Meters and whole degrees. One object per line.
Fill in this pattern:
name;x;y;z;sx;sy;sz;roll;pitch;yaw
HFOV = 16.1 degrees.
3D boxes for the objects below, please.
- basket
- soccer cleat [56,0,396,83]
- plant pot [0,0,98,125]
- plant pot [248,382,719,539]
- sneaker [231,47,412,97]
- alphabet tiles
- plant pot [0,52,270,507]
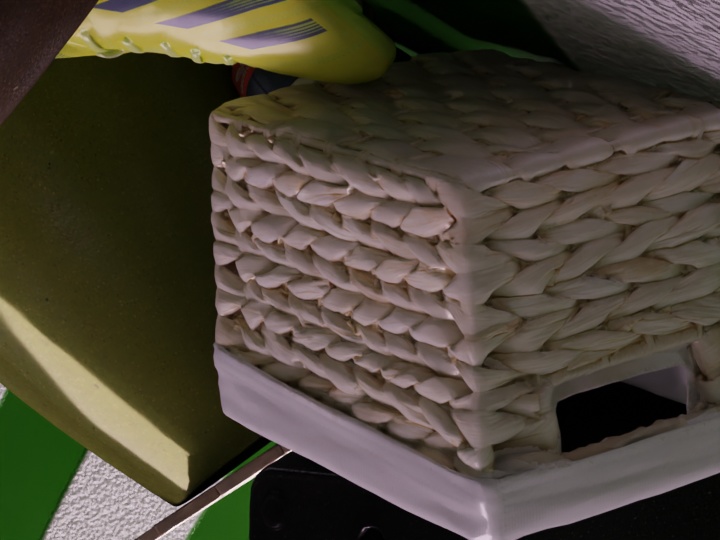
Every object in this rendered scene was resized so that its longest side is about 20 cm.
basket;0.041;-0.001;0.895;0.135;0.124;0.200;-15;-163;-27
soccer cleat;-0.085;-0.103;0.920;0.200;0.084;0.065;25;177;2
plant pot;-0.169;-0.088;0.764;0.187;0.200;0.187;25;177;1
plant pot;0.064;0.142;0.961;0.177;0.200;0.200;2;179;-43
sneaker;0.028;-0.057;1.081;0.200;0.075;0.085;24;-164;-43
alphabet tiles;-0.011;0.062;1.084;0.008;0.167;0.200;57;-159;2
plant pot;-0.100;-0.008;1.070;0.200;0.187;0.187;53;179;4
